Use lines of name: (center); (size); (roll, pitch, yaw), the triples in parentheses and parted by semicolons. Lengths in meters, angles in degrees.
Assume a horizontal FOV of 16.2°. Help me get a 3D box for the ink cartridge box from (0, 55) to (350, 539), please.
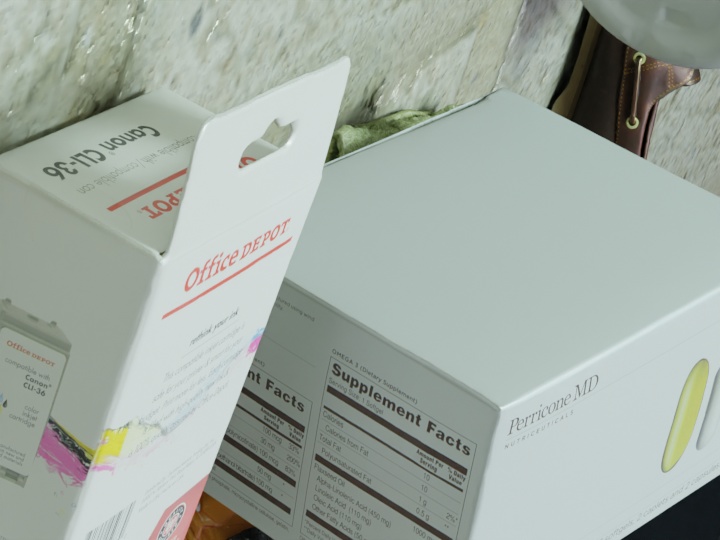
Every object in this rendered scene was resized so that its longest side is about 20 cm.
ink cartridge box: (-0.080, 0.017, 0.806); (0.116, 0.067, 0.201); (-34, 149, -63)

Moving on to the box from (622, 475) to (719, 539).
box: (0.129, 0.046, 1.314); (0.182, 0.199, 0.105); (-45, 158, -49)

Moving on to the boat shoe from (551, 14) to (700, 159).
boat shoe: (0.155, -0.117, 1.383); (0.070, 0.070, 0.201); (-35, 147, -59)

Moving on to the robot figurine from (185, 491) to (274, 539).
robot figurine: (0.006, 0.119, 1.048); (0.199, 0.146, 0.058); (-12, 153, -32)

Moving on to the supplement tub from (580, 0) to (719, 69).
supplement tub: (0.192, -0.202, 1.244); (0.200, 0.131, 0.133); (-49, 159, -41)

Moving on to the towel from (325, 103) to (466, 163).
towel: (0.000, 0.000, 1.113); (0.149, 0.036, 0.200); (-67, 165, 14)

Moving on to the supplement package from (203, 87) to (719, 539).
supplement package: (0.046, 0.030, 0.983); (0.199, 0.155, 0.112); (-25, 135, -44)
